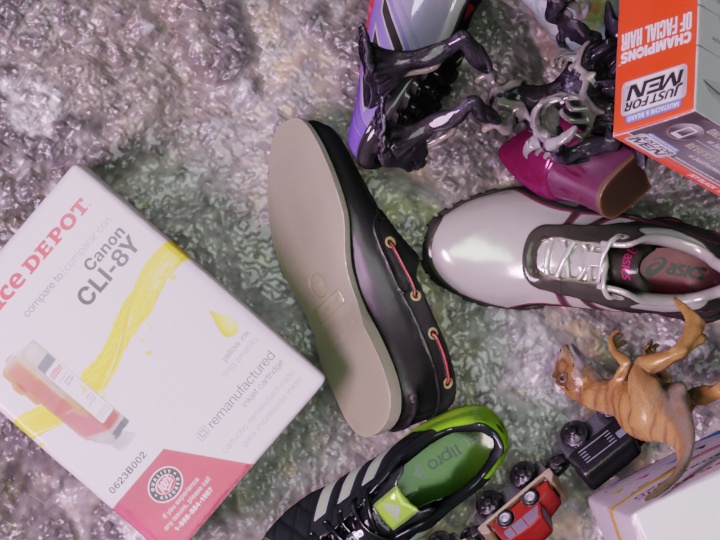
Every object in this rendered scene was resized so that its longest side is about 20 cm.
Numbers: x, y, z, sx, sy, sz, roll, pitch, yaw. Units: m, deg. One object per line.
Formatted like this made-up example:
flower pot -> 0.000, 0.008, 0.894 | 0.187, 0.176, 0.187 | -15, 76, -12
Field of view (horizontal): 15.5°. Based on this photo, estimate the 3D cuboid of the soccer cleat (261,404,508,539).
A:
soccer cleat -> 0.005, 0.149, 1.591 | 0.200, 0.081, 0.068 | -39, 90, -2

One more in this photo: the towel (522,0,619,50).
towel -> 0.149, -0.252, 1.583 | 0.200, 0.048, 0.171 | -47, 121, -9

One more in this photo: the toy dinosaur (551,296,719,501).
toy dinosaur -> 0.178, 0.080, 1.533 | 0.060, 0.200, 0.106 | 43, 88, -22

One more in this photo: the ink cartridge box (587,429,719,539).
ink cartridge box -> 0.236, 0.170, 1.538 | 0.147, 0.200, 0.145 | -26, 89, -2

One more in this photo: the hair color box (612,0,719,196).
hair color box -> 0.205, -0.156, 1.520 | 0.111, 0.064, 0.201 | 25, 60, -41

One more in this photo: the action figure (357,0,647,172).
action figure -> 0.103, -0.112, 1.528 | 0.199, 0.102, 0.119 | -9, 66, -3

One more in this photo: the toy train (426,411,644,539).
toy train -> 0.097, 0.150, 1.610 | 0.200, 0.034, 0.046 | -39, 53, -3

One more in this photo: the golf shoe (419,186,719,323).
golf shoe -> 0.137, -0.011, 1.598 | 0.199, 0.088, 0.078 | 5, 90, 0

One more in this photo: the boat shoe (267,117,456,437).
boat shoe -> -0.002, 0.001, 1.607 | 0.063, 0.074, 0.202 | -12, 77, -37

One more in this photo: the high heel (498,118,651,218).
high heel -> 0.178, -0.111, 1.618 | 0.200, 0.096, 0.068 | -36, 132, -25

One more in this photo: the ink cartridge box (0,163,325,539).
ink cartridge box -> -0.141, 0.054, 1.588 | 0.200, 0.083, 0.145 | 41, 88, 0

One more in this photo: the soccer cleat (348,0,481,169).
soccer cleat -> 0.032, -0.159, 1.614 | 0.073, 0.068, 0.201 | 25, 88, 17
